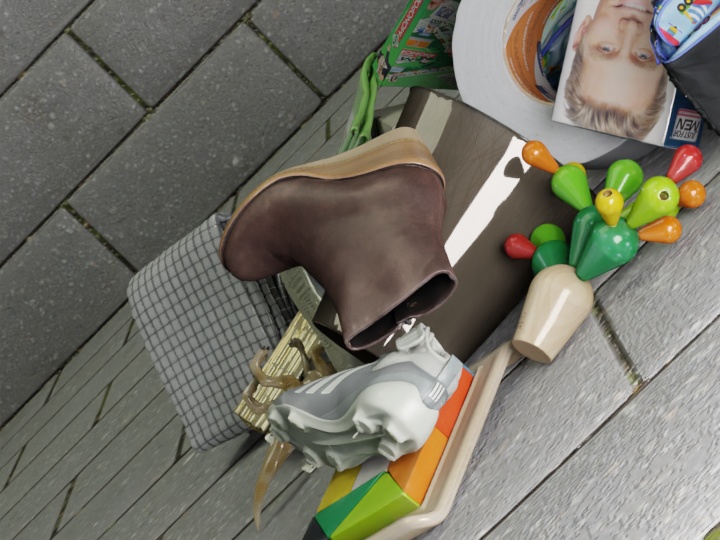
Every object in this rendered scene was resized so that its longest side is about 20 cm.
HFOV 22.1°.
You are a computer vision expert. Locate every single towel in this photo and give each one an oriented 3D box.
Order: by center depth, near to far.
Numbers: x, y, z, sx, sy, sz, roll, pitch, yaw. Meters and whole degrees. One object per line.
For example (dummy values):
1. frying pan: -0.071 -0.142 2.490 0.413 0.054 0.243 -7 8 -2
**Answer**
1. towel: -0.023 -0.091 1.752 0.149 0.031 0.200 -83 10 -53
2. towel: -0.124 0.058 1.806 0.165 0.201 0.085 -33 -10 38

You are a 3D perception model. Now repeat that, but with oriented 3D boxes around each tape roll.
1. tape roll: 0.174 -0.182 1.471 0.200 0.201 0.066 -41 -21 25

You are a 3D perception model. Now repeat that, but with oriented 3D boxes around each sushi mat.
1. sushi mat: -0.049 0.055 1.660 0.200 0.012 0.096 -58 22 -8

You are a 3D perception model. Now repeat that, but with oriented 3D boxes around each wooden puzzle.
1. wooden puzzle: 0.021 0.142 1.312 0.185 0.037 0.200 -37 14 42

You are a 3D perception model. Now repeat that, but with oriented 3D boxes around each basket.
1. basket: 0.061 -0.013 1.440 0.200 0.180 0.136 -56 -6 -7

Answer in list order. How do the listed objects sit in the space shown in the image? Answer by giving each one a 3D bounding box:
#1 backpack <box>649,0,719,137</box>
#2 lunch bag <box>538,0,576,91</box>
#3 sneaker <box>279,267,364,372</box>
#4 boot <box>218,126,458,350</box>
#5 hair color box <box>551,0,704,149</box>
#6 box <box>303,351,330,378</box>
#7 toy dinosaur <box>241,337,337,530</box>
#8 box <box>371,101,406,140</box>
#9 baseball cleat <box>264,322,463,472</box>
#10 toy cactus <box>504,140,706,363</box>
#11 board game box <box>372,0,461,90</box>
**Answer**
1. backpack: 0.293 -0.193 1.246 0.182 0.135 0.200 -39 10 29
2. lunch bag: 0.228 -0.212 1.588 0.200 0.128 0.170 -29 16 25
3. sneaker: 0.000 0.001 1.590 0.111 0.200 0.077 -16 -42 -18
4. boot: -0.022 -0.008 1.354 0.200 0.072 0.167 -31 41 22
5. hair color box: 0.217 -0.197 1.367 0.060 0.100 0.201 0 -76 -54
6. box: 0.015 0.016 1.744 0.117 0.060 0.200 -36 14 42
7. toy dinosaur: -0.052 0.114 1.564 0.200 0.101 0.058 -47 -20 -19
8. box: 0.056 -0.110 1.695 0.068 0.083 0.200 -15 9 -4
9. baseball cleat: 0.010 0.091 1.310 0.106 0.070 0.200 -48 21 -24
10. toy cactus: 0.152 -0.017 1.289 0.200 0.102 0.165 -8 48 60
11. board game box: 0.126 -0.220 1.711 0.135 0.199 0.029 -56 44 45
